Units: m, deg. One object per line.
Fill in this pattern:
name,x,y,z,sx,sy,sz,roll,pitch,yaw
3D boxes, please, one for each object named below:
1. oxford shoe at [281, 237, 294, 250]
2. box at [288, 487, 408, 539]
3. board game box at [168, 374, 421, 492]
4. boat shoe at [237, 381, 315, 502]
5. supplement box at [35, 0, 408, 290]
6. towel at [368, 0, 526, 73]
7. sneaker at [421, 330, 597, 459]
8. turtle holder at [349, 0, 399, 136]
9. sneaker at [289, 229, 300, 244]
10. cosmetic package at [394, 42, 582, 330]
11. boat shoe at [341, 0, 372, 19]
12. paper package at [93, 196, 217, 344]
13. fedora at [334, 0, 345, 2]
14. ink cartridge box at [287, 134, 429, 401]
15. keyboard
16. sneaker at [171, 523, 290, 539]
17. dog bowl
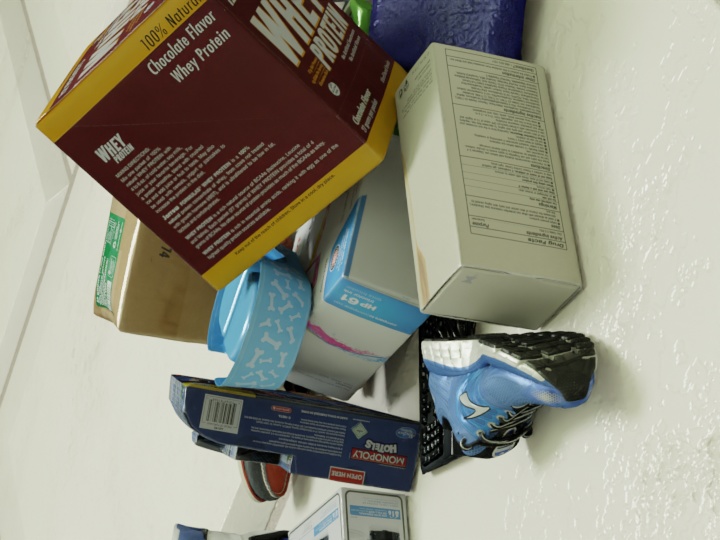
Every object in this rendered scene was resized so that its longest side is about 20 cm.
oxford shoe,-0.059,0.035,1.597,0.200,0.071,0.074,55,155,18
box,-0.007,0.292,1.443,0.117,0.060,0.201,-45,42,52
board game box,-0.067,0.136,1.526,0.200,0.199,0.062,175,105,-80
boat shoe,-0.070,0.118,1.649,0.062,0.071,0.201,2,83,27
supplement box,-0.105,-0.134,1.386,0.197,0.200,0.133,-37,20,31
towel,0.081,-0.254,1.430,0.147,0.049,0.201,3,81,39
sneaker,0.110,0.090,1.270,0.200,0.078,0.089,174,91,-68
turtle holder,-0.043,-0.163,1.525,0.141,0.185,0.132,-99,22,-53
sneaker,-0.012,-0.088,1.595,0.080,0.076,0.201,15,96,55
cosmetic package,0.092,-0.063,1.314,0.071,0.105,0.201,129,144,-50
boat shoe,0.034,-0.269,1.552,0.200,0.075,0.062,-57,33,37
paper package,-0.148,-0.033,1.720,0.103,0.190,0.201,-159,79,-67
fedora,-0.043,-0.331,1.722,0.200,0.090,0.177,53,132,43
ink cartridge box,0.000,0.000,1.461,0.200,0.084,0.145,128,158,-57
keyboard,0.059,0.055,1.417,0.104,0.040,0.201,142,132,-57
sneaker,-0.109,0.286,1.652,0.199,0.115,0.081,80,-166,-72
dog bowl,-0.083,0.034,1.463,0.200,0.049,0.112,-119,48,-73
